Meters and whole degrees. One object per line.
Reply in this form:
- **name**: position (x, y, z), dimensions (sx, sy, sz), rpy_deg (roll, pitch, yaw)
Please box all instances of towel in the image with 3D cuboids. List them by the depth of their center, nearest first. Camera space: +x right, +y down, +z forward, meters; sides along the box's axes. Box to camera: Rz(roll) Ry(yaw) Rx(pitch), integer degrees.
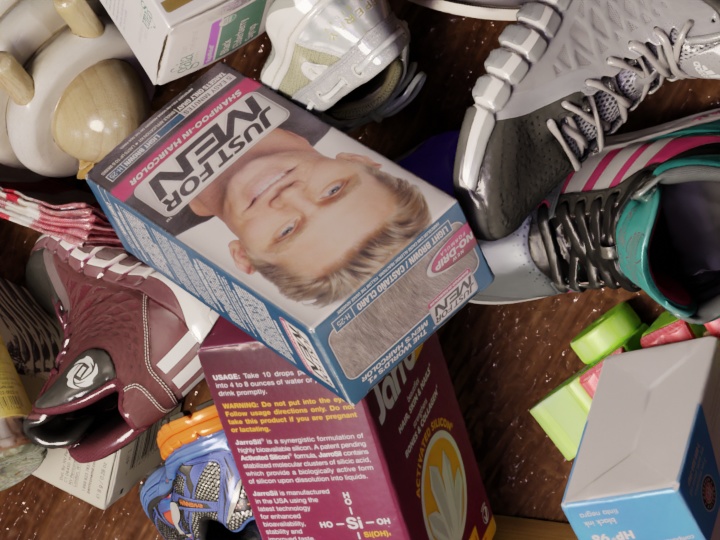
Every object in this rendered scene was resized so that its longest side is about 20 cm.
- **towel**: position (-0.202, -0.052, 1.599), dimensions (0.199, 0.144, 0.023), rpy_deg (20, 96, 20)

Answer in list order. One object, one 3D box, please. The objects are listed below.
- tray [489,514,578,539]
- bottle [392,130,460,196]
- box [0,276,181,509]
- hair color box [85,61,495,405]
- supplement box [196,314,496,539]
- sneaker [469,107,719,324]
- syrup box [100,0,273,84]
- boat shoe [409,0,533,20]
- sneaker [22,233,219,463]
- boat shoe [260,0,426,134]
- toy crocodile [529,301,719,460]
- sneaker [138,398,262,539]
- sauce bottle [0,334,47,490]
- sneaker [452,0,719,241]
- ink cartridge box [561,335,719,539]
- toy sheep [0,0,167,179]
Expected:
- **tray**: position (0.087, 0.188, 1.602), dimensions (0.199, 0.037, 0.099), rpy_deg (5, 113, 27)
- **bottle**: position (0.000, 0.000, 1.552), dimensions (0.200, 0.065, 0.084), rpy_deg (-31, 97, 34)
- **box**: position (-0.206, 0.058, 1.679), dimensions (0.199, 0.082, 0.069), rpy_deg (24, 120, 16)
- **hair color box**: position (-0.038, -0.023, 1.422), dimensions (0.200, 0.100, 0.061), rpy_deg (32, 157, 44)
- **supplement box**: position (-0.004, 0.090, 1.501), dimensions (0.085, 0.110, 0.201), rpy_deg (-4, 121, 23)
- **sneaker**: position (0.129, -0.014, 1.411), dimensions (0.199, 0.121, 0.084), rpy_deg (-20, 108, 13)
- **syrup box**: position (-0.120, -0.205, 1.486), dimensions (0.200, 0.081, 0.079), rpy_deg (56, 163, 11)
- **boat shoe**: position (0.020, -0.186, 1.462), dimensions (0.200, 0.073, 0.063), rpy_deg (27, 122, 22)
- **sneaker**: position (-0.158, 0.044, 1.585), dimensions (0.200, 0.116, 0.076), rpy_deg (14, 147, 56)
- **boat shoe**: position (-0.004, -0.103, 1.446), dimensions (0.074, 0.202, 0.065), rpy_deg (-39, 80, -9)
- **toy crocodile**: position (0.165, 0.041, 1.482), dimensions (0.200, 0.062, 0.068), rpy_deg (-33, 93, 34)
- **sneaker**: position (-0.078, 0.134, 1.592), dimensions (0.200, 0.075, 0.079), rpy_deg (95, 154, -70)
- **sauce bottle**: position (-0.237, 0.029, 1.608), dimensions (0.065, 0.065, 0.200), rpy_deg (-39, 64, 34)
- **sneaker**: position (0.130, -0.094, 1.379), dimensions (0.115, 0.075, 0.200), rpy_deg (20, 76, 25)
- **ink cartridge box**: position (0.180, 0.148, 1.453), dimensions (0.067, 0.116, 0.200), rpy_deg (-13, 123, 28)
- **toy sheep**: position (-0.185, -0.123, 1.563), dimensions (0.200, 0.138, 0.138), rpy_deg (43, 126, 32)
